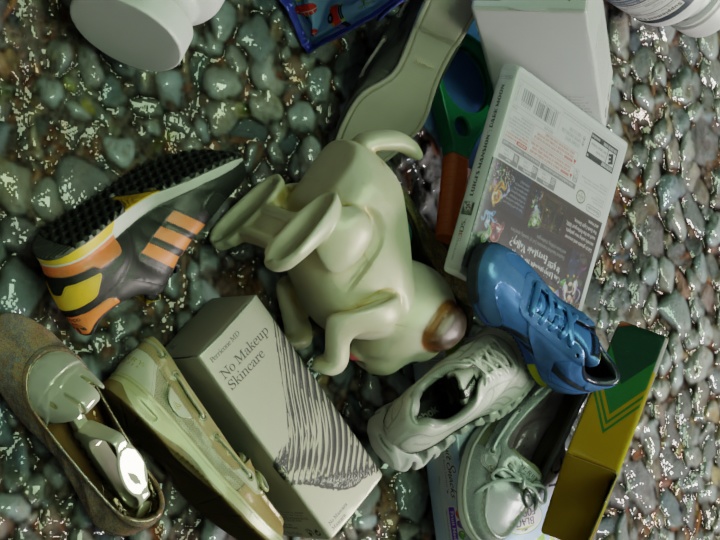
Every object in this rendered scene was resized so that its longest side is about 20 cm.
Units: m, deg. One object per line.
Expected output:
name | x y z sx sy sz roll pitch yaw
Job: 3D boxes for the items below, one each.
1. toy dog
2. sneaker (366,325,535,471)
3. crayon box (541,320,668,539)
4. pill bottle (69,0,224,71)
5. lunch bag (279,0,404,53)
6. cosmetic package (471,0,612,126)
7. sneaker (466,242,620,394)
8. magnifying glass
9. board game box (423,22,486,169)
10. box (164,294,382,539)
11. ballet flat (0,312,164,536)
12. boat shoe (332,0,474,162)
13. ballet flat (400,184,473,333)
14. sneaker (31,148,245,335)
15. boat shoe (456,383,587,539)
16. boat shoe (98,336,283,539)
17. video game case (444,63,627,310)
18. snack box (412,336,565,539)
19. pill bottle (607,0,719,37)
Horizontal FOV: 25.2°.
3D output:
toy dog | 0.000 0.000 1.348 0.194 0.139 0.200 -51 122 -23
sneaker | 0.097 0.096 1.384 0.200 0.081 0.075 -36 77 -31
crayon box | 0.216 0.159 1.453 0.127 0.051 0.200 99 15 -47
pill bottle | -0.145 -0.266 1.265 0.116 0.115 0.201 37 63 -31
lunch bag | 0.037 -0.278 1.366 0.151 0.199 0.094 -44 112 -34
cosmetic package | 0.163 -0.202 1.418 0.200 0.101 0.074 67 30 -61
sneaker | 0.158 0.040 1.350 0.200 0.078 0.066 48 58 -43
magnifying glass | 0.087 -0.120 1.448 0.079 0.022 0.201 22 62 -36
board game box | 0.096 -0.186 1.515 0.158 0.039 0.201 46 53 -23
box | -0.073 0.121 1.316 0.082 0.068 0.200 -49 116 -31
ballet flat | -0.206 0.113 1.205 0.068 0.067 0.201 -46 114 -33
boat shoe | 0.039 -0.175 1.413 0.067 0.057 0.201 27 107 -18
ballet flat | 0.040 -0.026 1.437 0.071 0.070 0.200 -50 115 -32
sneaker | -0.165 -0.024 1.264 0.200 0.070 0.091 -34 122 -37
boat shoe | 0.148 0.154 1.432 0.074 0.065 0.202 49 56 -25
boat shoe | -0.121 0.142 1.273 0.201 0.073 0.063 48 62 -18
video game case | 0.156 -0.059 1.406 0.200 0.023 0.183 25 79 -50
snack box | 0.125 0.160 1.490 0.142 0.053 0.202 -6 88 -39
pill bottle | 0.297 -0.319 1.645 0.199 0.119 0.120 22 71 -37
